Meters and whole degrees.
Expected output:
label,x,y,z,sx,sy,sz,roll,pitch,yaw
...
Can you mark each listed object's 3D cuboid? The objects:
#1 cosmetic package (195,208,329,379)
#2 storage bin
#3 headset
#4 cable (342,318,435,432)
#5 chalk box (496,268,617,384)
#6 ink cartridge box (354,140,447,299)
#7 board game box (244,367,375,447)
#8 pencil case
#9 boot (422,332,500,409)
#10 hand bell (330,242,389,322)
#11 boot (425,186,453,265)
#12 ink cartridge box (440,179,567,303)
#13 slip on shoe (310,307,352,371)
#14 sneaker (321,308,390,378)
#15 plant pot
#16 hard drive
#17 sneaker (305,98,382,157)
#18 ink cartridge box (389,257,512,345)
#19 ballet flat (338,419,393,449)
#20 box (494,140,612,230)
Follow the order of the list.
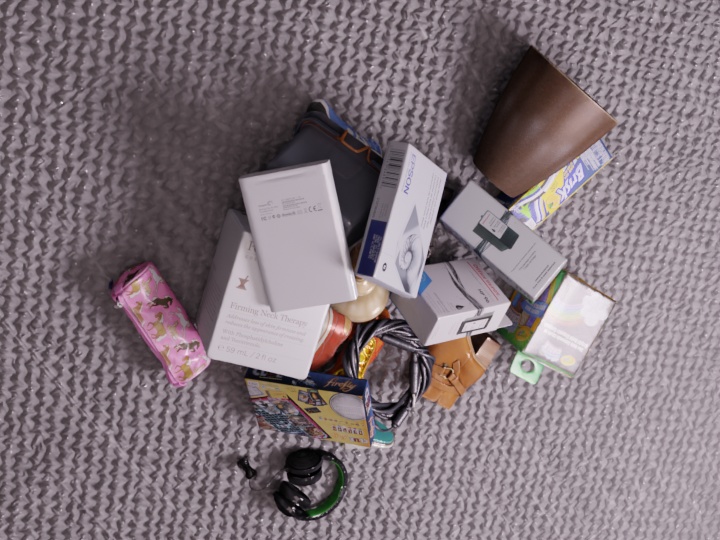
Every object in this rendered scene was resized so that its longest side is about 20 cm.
label,x,y,z,sx,sy,sz,roll,pitch,yaw
cosmetic package,-0.147,0.034,1.449,0.165,0.166,0.203,14,100,-19
storage bin,-0.049,-0.125,1.386,0.199,0.134,0.146,37,136,7
headset,-0.116,0.364,1.618,0.198,0.094,0.125,17,97,-35
cable,0.048,0.161,1.526,0.163,0.051,0.201,-39,120,-15
chalk box,0.328,0.098,1.629,0.123,0.124,0.202,27,98,-22
ink cartridge box,0.074,-0.065,1.378,0.199,0.040,0.203,23,80,-61
board game box,-0.079,0.217,1.498,0.197,0.035,0.137,7,136,15
pencil case,-0.313,0.086,1.462,0.086,0.083,0.201,-32,113,-5
boot,0.133,0.142,1.620,0.199,0.077,0.156,34,98,-29
hand bell,0.000,0.000,1.411,0.102,0.200,0.106,1,71,-2
boot,0.075,-0.061,1.508,0.199,0.069,0.177,6,105,-49
ink cartridge box,0.229,-0.045,1.506,0.200,0.147,0.083,42,92,11
slip on shoe,-0.074,0.133,1.511,0.060,0.075,0.201,16,135,-21
sneaker,-0.004,0.152,1.568,0.073,0.077,0.201,36,80,-22
plant pot,0.281,-0.224,1.506,0.186,0.188,0.201,33,109,-22
hard drive,-0.087,-0.046,1.318,0.130,0.026,0.203,-9,108,11
sneaker,-0.017,-0.191,1.481,0.077,0.075,0.201,-44,116,-22
ink cartridge box,0.163,0.045,1.533,0.198,0.116,0.068,-9,138,-35
ballet flat,-0.039,0.272,1.612,0.198,0.069,0.070,25,98,-17
box,0.326,-0.154,1.581,0.200,0.070,0.064,-41,114,-1
